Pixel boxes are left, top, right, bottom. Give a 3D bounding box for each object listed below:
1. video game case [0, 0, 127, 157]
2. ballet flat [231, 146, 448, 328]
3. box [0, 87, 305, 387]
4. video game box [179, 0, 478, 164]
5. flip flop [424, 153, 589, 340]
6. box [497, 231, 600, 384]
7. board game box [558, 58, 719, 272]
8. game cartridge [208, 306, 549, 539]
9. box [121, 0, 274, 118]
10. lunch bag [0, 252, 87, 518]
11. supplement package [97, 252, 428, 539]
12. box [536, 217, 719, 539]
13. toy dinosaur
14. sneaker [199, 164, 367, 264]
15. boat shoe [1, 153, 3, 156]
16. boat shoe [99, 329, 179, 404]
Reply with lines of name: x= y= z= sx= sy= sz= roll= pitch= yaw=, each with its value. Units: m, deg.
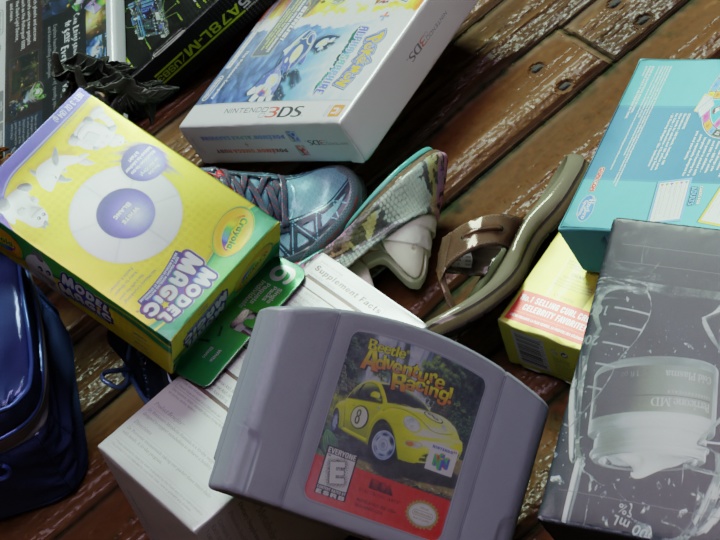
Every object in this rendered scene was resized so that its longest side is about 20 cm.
video game case: x=-0.265 y=-0.141 z=1.749 sx=0.181 sy=0.023 sz=0.201 roll=-19 pitch=53 yaw=19
ballet flat: x=0.000 y=0.000 z=1.549 sx=0.200 sy=0.069 sz=0.071 roll=-39 pitch=67 yaw=-10
box: x=-0.143 y=-0.020 z=1.440 sx=0.199 sy=0.048 sz=0.117 roll=34 pitch=64 yaw=15
video game box: x=-0.018 y=-0.164 z=1.668 sx=0.181 sy=0.047 sz=0.201 roll=4 pitch=50 yaw=44
flip flop: x=0.088 y=-0.016 z=1.506 sx=0.058 sy=0.081 sz=0.200 roll=41 pitch=62 yaw=-2
box: x=0.175 y=-0.015 z=1.501 sx=0.075 sy=0.050 sz=0.200 roll=21 pitch=60 yaw=32
board game box: x=0.245 y=-0.066 z=1.424 sx=0.199 sy=0.047 sz=0.152 roll=4 pitch=54 yaw=38
game cartridge: x=0.016 y=0.099 z=1.361 sx=0.041 sy=0.199 sz=0.134 roll=-15 pitch=57 yaw=67
box: x=-0.152 y=-0.249 z=1.791 sx=0.193 sy=0.047 sz=0.200 roll=-43 pitch=47 yaw=7
lunch bag: x=-0.275 y=0.075 z=1.529 sx=0.135 sy=0.133 sz=0.201 roll=-20 pitch=46 yaw=2
supplement package: x=-0.048 y=0.107 z=1.433 sx=0.200 sy=0.114 sz=0.109 roll=-41 pitch=49 yaw=-17
box: x=0.232 y=0.090 z=1.315 sx=0.199 sy=0.124 sz=0.198 roll=7 pitch=71 yaw=25
toy dinosaur: x=-0.189 y=-0.079 z=1.592 sx=0.102 sy=0.199 sz=0.137 roll=23 pitch=103 yaw=33
sneaker: x=-0.092 y=-0.033 z=1.581 sx=0.199 sy=0.096 sz=0.080 roll=-22 pitch=48 yaw=0
boat shoe: x=-0.286 y=-0.065 z=1.666 sx=0.199 sy=0.072 sz=0.062 roll=22 pitch=85 yaw=7
boat shoe: x=-0.140 y=0.045 z=1.519 sx=0.068 sy=0.084 sz=0.202 roll=-5 pitch=73 yaw=4
